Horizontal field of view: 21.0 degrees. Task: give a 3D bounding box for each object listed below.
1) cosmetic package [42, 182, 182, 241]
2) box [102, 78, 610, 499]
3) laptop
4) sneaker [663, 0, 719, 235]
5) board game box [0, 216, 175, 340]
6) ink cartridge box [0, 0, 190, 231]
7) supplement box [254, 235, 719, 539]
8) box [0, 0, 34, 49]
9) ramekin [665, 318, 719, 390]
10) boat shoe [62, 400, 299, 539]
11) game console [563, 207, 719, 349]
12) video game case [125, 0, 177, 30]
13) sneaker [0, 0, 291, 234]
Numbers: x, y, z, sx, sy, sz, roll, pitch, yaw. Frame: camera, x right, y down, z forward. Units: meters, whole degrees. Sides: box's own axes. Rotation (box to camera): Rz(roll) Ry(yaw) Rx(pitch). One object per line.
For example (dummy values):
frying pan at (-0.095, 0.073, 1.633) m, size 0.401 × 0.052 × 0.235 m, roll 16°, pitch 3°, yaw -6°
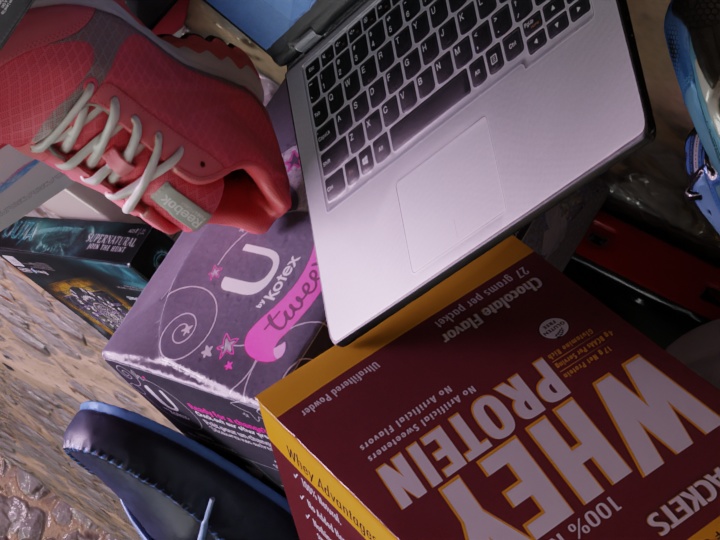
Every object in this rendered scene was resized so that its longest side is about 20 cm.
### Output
cosmetic package at (-0.148, -0.081, 1.102) m, size 0.199 × 0.106 × 0.071 m, roll 36°, pitch 164°, yaw -5°
box at (0.000, 0.000, 0.897) m, size 0.131 × 0.201 × 0.115 m, roll 12°, pitch 154°, yaw 47°
laptop at (-0.014, -0.103, 0.704) m, size 0.115 × 0.202 × 0.187 m, roll 6°, pitch 153°, yaw -35°
sneaker at (0.151, -0.039, 0.743) m, size 0.090 × 0.079 × 0.200 m, roll 21°, pitch 158°, yaw 41°
board game box at (-0.119, 0.020, 1.104) m, size 0.135 × 0.028 × 0.199 m, roll 41°, pitch 163°, yaw -27°
ink cartridge box at (-0.185, -0.119, 0.941) m, size 0.146 × 0.144 × 0.200 m, roll 53°, pitch 164°, yaw 5°
supplement box at (0.082, 0.135, 0.774) m, size 0.197 × 0.132 × 0.201 m, roll 40°, pitch 153°, yaw 43°
box at (-0.117, -0.151, 0.651) m, size 0.044 × 0.161 × 0.200 m, roll 23°, pitch 135°, yaw -23°
ramekin at (0.220, 0.110, 0.870) m, size 0.198 × 0.106 × 0.201 m, roll 12°, pitch 152°, yaw 6°
boat shoe at (-0.059, 0.135, 0.909) m, size 0.199 × 0.069 × 0.084 m, roll 36°, pitch 164°, yaw -16°
game console at (0.173, 0.037, 0.988) m, size 0.199 × 0.031 × 0.177 m, roll 28°, pitch 167°, yaw 20°
video game case at (-0.097, -0.184, 0.759) m, size 0.142 × 0.019 × 0.200 m, roll 38°, pitch 137°, yaw -13°
sneaker at (-0.091, -0.059, 0.792) m, size 0.199 × 0.074 × 0.087 m, roll 7°, pitch -133°, yaw -56°
